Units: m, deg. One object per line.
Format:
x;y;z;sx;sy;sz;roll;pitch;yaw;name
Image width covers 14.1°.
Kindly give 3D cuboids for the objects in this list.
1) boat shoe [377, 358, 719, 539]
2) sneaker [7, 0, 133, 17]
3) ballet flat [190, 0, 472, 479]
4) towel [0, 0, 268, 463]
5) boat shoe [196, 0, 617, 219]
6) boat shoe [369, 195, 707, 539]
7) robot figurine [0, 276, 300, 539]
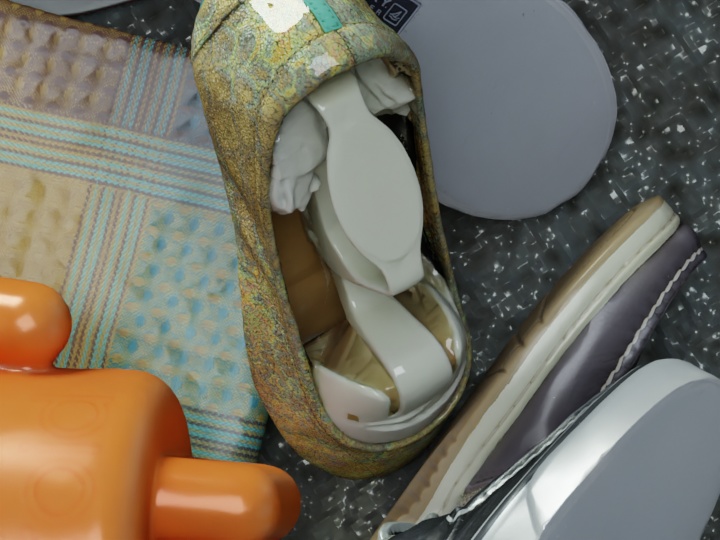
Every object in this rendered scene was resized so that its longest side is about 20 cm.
0.024;0.098;0.818;0.068;0.072;0.200;37;91;39;boat shoe
-0.035;-0.130;0.883;0.200;0.116;0.078;-21;83;4;sneaker
0.000;0.000;0.831;0.071;0.200;0.071;-8;40;7;ballet flat
-0.096;0.022;0.914;0.147;0.022;0.200;15;87;7;towel
-0.002;-0.082;0.863;0.072;0.200;0.066;-52;41;12;boat shoe
0.049;0.071;0.879;0.065;0.072;0.200;35;91;3;boat shoe
-0.119;0.082;0.845;0.200;0.117;0.144;1;125;6;robot figurine
